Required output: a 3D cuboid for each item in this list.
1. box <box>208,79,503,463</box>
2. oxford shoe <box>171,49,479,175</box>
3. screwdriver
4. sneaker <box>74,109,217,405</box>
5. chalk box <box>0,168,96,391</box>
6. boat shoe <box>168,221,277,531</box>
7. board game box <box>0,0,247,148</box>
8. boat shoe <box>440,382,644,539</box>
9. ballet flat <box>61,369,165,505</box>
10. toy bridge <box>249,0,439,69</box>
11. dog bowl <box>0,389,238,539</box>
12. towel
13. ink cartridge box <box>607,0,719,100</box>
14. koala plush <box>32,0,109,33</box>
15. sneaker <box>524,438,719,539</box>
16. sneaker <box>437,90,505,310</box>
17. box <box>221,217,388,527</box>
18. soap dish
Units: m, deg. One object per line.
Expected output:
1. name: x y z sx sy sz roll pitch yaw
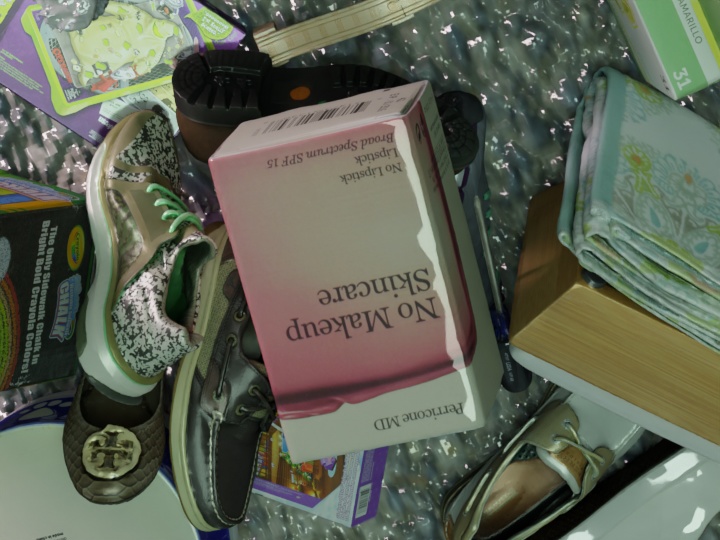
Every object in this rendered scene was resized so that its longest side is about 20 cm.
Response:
1. box: 0.000 0.000 1.503 0.128 0.109 0.200 -12 103 12
2. oxford shoe: -0.021 -0.086 1.591 0.200 0.073 0.085 12 136 11
3. screwdriver: 0.086 0.014 1.614 0.028 0.029 0.200 -51 144 -26
4. sneaker: -0.120 -0.016 1.550 0.089 0.200 0.077 -19 148 32
5. chalk box: -0.252 0.003 1.575 0.124 0.200 0.125 16 102 26
6. boat shoe: -0.077 0.068 1.575 0.065 0.073 0.200 0 86 27
7. board game box: -0.189 -0.163 1.605 0.200 0.032 0.120 34 103 -11
8. boat shoe: 0.139 0.126 1.673 0.075 0.068 0.200 41 98 -12
9. ballet flat: -0.150 0.065 1.580 0.067 0.200 0.046 7 135 2
10. toy bridge: 0.020 -0.177 1.595 0.200 0.067 0.027 -24 104 2
11. dog bowl: -0.187 0.185 1.636 0.200 0.079 0.200 3 103 12
12. towel: 0.211 -0.035 1.581 0.171 0.200 0.048 31 126 -11
13. ink cartridge box: 0.189 -0.179 1.536 0.048 0.200 0.146 -26 104 0
14. koala plush: -0.160 -0.262 1.524 0.177 0.184 0.200 -38 120 -26
15. sneaker: 0.184 0.186 1.688 0.200 0.073 0.085 -32 101 3
16. sneaker: 0.063 -0.021 1.646 0.087 0.074 0.200 8 106 -30
17. box: -0.039 0.054 1.627 0.137 0.039 0.200 17 104 27
18. soap dish: 0.199 0.029 1.608 0.200 0.157 0.081 26 127 -9
